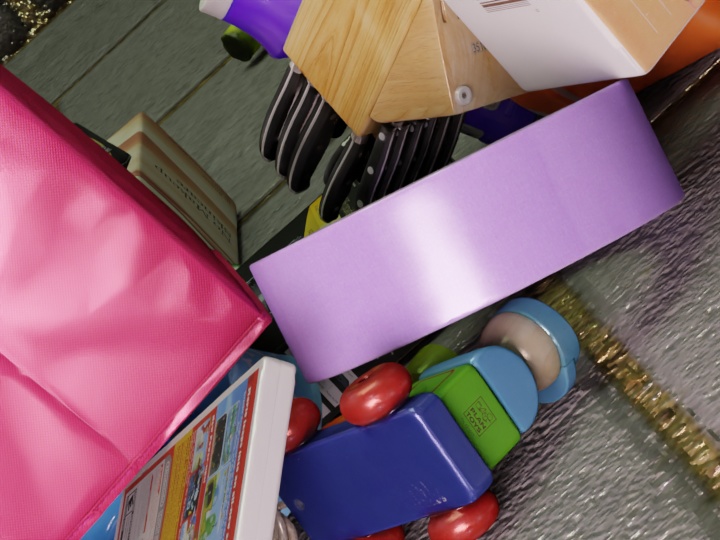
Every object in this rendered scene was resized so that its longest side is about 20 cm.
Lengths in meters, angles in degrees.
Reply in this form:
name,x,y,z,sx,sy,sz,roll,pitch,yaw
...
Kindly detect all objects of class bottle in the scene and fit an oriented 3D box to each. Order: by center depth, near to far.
name,x,y,z,sx,sy,sz,roll,pitch,yaw
bottle,0.008,-0.134,1.654,0.084,0.200,0.065,-107,39,-74

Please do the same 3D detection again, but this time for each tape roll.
name,x,y,z,sx,sy,sz,roll,pitch,yaw
tape roll,0.050,-0.019,1.366,0.200,0.066,0.200,-27,1,0

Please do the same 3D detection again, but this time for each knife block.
name,x,y,z,sx,sy,sz,roll,pitch,yaw
knife block,0.004,-0.127,1.473,0.064,0.200,0.176,-19,12,-40

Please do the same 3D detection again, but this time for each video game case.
name,x,y,z,sx,sy,sz,roll,pitch,yaw
video game case,-0.080,0.136,1.303,0.200,0.017,0.143,137,145,-60

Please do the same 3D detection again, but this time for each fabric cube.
name,x,y,z,sx,sy,sz,roll,pitch,yaw
fabric cube,-0.192,0.017,1.419,0.200,0.199,0.196,-49,15,-1

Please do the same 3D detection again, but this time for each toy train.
name,x,y,z,sx,sy,sz,roll,pitch,yaw
toy train,0.008,0.077,1.327,0.116,0.085,0.200,-41,11,-37

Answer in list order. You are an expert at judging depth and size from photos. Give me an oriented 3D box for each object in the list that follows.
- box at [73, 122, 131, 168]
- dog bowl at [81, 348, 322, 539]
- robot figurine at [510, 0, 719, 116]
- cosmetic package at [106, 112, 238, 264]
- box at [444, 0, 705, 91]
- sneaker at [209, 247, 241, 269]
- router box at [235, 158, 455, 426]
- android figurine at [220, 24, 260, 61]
name,x,y,z,sx,sy,sz,roll,pitch,yaw
box,-0.217,0.028,1.705,0.200,0.044,0.160,-65,-8,31
dog bowl,-0.103,0.111,1.468,0.200,0.050,0.112,-40,38,31
robot figurine,0.138,-0.153,1.545,0.200,0.117,0.144,-28,38,41
cosmetic package,-0.144,-0.022,1.929,0.087,0.103,0.200,-41,16,10
box,0.115,-0.209,1.367,0.200,0.152,0.106,-52,22,-20
sneaker,-0.138,0.001,1.702,0.077,0.089,0.200,-48,-26,15
router box,0.000,0.000,1.593,0.157,0.052,0.200,-41,15,4
android figurine,-0.033,-0.256,2.398,0.200,0.041,0.182,-52,17,-28
